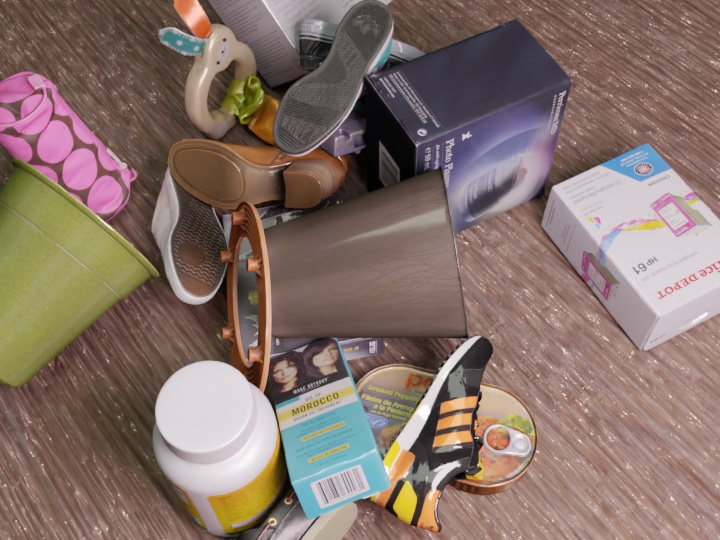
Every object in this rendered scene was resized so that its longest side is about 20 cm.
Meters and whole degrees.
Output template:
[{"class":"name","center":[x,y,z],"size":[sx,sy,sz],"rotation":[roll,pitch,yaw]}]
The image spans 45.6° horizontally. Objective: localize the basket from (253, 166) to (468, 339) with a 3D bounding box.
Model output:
[{"class":"basket","center":[0.000,0.000,0.882],"size":[0.199,0.182,0.136],"rotation":[-10,16,5]}]

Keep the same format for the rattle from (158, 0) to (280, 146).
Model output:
[{"class":"rattle","center":[-0.151,-0.233,1.053],"size":[0.130,0.200,0.143],"rotation":[-36,63,-20]}]

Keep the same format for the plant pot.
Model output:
[{"class":"plant pot","center":[-0.356,0.016,0.923],"size":[0.199,0.200,0.190],"rotation":[33,75,20]}]

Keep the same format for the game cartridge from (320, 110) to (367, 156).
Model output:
[{"class":"game cartridge","center":[0.015,-0.200,1.086],"size":[0.199,0.039,0.129],"rotation":[-20,36,-29]}]

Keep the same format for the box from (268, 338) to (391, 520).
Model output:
[{"class":"box","center":[-0.036,0.144,0.830],"size":[0.082,0.049,0.200],"rotation":[-21,29,-3]}]

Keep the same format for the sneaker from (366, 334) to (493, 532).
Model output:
[{"class":"sneaker","center":[0.091,0.160,0.837],"size":[0.090,0.070,0.200],"rotation":[31,68,14]}]

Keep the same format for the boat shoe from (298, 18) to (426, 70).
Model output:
[{"class":"boat shoe","center":[0.002,-0.268,1.099],"size":[0.199,0.071,0.072],"rotation":[4,14,-34]}]

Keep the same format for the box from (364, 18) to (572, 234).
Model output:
[{"class":"box","center":[0.119,-0.152,0.995],"size":[0.197,0.200,0.124],"rotation":[-25,59,-14]}]

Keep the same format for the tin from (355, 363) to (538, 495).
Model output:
[{"class":"tin","center":[0.083,0.164,0.891],"size":[0.199,0.042,0.113],"rotation":[13,63,10]}]

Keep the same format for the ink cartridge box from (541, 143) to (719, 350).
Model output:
[{"class":"ink cartridge box","center":[0.327,-0.030,0.981],"size":[0.144,0.085,0.201],"rotation":[-25,61,-14]}]

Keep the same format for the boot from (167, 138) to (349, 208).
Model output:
[{"class":"boot","center":[-0.114,-0.131,1.030],"size":[0.199,0.077,0.155],"rotation":[6,22,10]}]

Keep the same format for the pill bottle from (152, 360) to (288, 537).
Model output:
[{"class":"pill bottle","center":[-0.129,0.166,0.797],"size":[0.112,0.200,0.113],"rotation":[-1,57,1]}]

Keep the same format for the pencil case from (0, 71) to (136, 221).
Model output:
[{"class":"pencil case","center":[-0.348,-0.142,1.001],"size":[0.093,0.200,0.091],"rotation":[-30,56,1]}]

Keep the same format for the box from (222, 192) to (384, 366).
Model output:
[{"class":"box","center":[-0.068,0.013,0.984],"size":[0.157,0.048,0.201],"rotation":[-9,57,-5]}]

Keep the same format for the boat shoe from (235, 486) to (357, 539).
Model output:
[{"class":"boat shoe","center":[-0.091,0.278,0.804],"size":[0.063,0.074,0.201],"rotation":[31,61,30]}]

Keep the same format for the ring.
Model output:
[{"class":"ring","center":[-0.119,0.032,0.856],"size":[0.019,0.201,0.201],"rotation":[-1,56,-19]}]

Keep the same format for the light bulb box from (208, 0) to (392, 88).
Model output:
[{"class":"light bulb box","center":[-0.088,-0.388,1.136],"size":[0.198,0.200,0.125],"rotation":[-46,23,-25]}]

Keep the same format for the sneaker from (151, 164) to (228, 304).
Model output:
[{"class":"sneaker","center":[-0.202,-0.030,0.999],"size":[0.072,0.085,0.201],"rotation":[11,46,-27]}]

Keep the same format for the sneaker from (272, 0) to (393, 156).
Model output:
[{"class":"sneaker","center":[-0.027,-0.203,0.991],"size":[0.083,0.121,0.201],"rotation":[33,81,11]}]
